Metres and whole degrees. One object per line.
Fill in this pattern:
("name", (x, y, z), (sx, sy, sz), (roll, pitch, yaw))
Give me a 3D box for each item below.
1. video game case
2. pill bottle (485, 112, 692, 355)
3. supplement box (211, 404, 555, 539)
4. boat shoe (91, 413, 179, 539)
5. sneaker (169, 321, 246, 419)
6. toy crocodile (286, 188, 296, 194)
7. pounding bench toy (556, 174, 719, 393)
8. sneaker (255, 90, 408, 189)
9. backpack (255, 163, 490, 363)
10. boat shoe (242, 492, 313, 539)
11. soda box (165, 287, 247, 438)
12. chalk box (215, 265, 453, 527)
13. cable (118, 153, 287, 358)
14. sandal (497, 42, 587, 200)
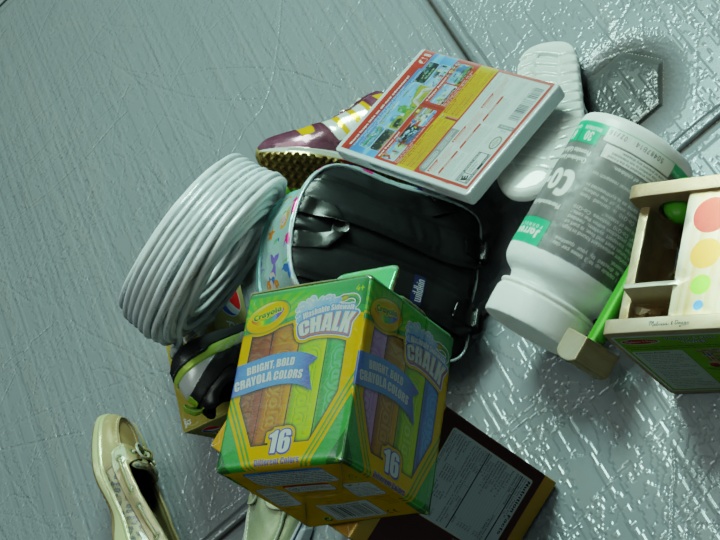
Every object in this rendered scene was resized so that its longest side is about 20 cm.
("video game case", (0.083, -0.141, 1.733), (0.143, 0.017, 0.200), (-50, 40, -15))
("pill bottle", (0.200, -0.029, 1.602), (0.113, 0.113, 0.200), (23, 80, 46))
("supplement box", (0.021, 0.168, 1.568), (0.197, 0.200, 0.133), (26, 82, 46))
("boat shoe", (-0.221, 0.228, 1.838), (0.063, 0.073, 0.200), (-29, 59, 16))
("sneaker", (-0.091, 0.092, 1.765), (0.200, 0.072, 0.083), (-22, 64, -23))
("toy crocodile", (-0.106, -0.050, 1.921), (0.200, 0.062, 0.068), (-39, 46, 22))
("pounding bench toy", (0.266, 0.007, 1.515), (0.200, 0.124, 0.156), (-6, 61, 38))
("sneaker", (-0.007, -0.135, 1.847), (0.199, 0.075, 0.090), (0, 58, 8))
("backpack", (0.000, 0.000, 1.695), (0.150, 0.200, 0.178), (-25, 49, 53))
("boat shoe", (-0.078, 0.202, 1.731), (0.072, 0.062, 0.200), (1, 65, 41))
("soda box", (-0.156, 0.066, 1.845), (0.068, 0.064, 0.200), (-25, 67, 27))
("chalk box", (-0.014, 0.083, 1.416), (0.124, 0.124, 0.200), (-11, 58, 34))
("cable", (-0.148, -0.020, 1.721), (0.069, 0.200, 0.200), (36, 81, 8))
("sandal", (0.182, -0.137, 1.727), (0.082, 0.050, 0.203), (-3, 49, 23))
